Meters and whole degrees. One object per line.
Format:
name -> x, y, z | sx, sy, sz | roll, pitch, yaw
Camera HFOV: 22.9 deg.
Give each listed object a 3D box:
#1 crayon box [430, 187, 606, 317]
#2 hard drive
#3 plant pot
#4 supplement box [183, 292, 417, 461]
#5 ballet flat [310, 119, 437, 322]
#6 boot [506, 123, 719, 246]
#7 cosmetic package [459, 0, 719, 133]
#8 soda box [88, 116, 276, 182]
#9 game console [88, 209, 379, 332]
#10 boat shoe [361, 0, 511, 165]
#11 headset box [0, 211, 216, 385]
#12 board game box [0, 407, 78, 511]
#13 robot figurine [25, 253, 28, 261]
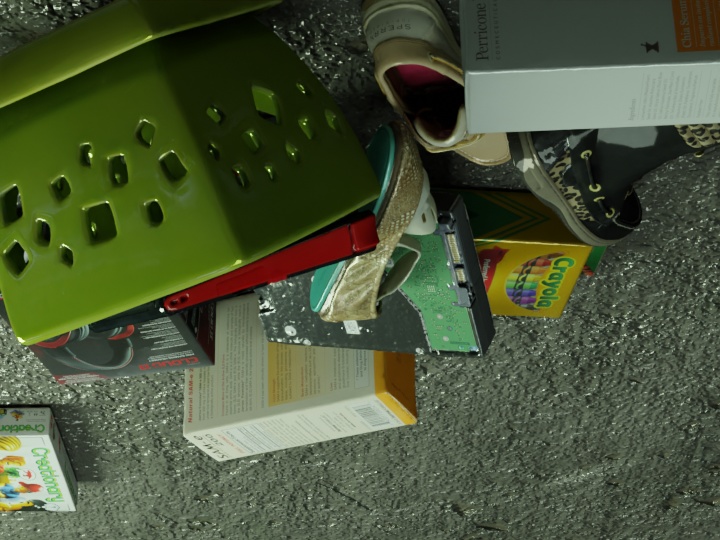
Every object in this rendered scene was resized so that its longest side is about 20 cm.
crayon box -> 0.113, -0.014, 1.473 | 0.198, 0.051, 0.127 | 2, 150, -6
hard drive -> 0.000, 0.000, 1.409 | 0.198, 0.038, 0.141 | 3, 129, 28
plant pot -> -0.134, -0.083, 1.170 | 0.198, 0.183, 0.200 | -18, -173, 30
supplement box -> -0.054, 0.083, 1.563 | 0.198, 0.127, 0.074 | -12, 150, 21
ballet flat -> 0.020, -0.034, 1.311 | 0.065, 0.071, 0.201 | 9, 141, -15
boot -> 0.210, -0.089, 1.319 | 0.150, 0.074, 0.200 | -22, 150, 23
cosmetic package -> 0.166, -0.154, 1.174 | 0.198, 0.102, 0.071 | -3, 150, 2
soda box -> -0.114, -0.064, 1.362 | 0.198, 0.069, 0.064 | -10, 150, 14
game console -> -0.092, 0.002, 1.268 | 0.176, 0.031, 0.200 | -18, -179, -24
boat shoe -> 0.057, -0.119, 1.265 | 0.073, 0.070, 0.200 | -16, 147, 25
headset box -> -0.213, 0.024, 1.507 | 0.147, 0.076, 0.200 | -7, 150, 10
board game box -> -0.370, 0.199, 1.854 | 0.125, 0.035, 0.201 | -1, 150, 0
robot figurine -> -0.325, -0.047, 1.340 | 0.169, 0.114, 0.200 | 25, 145, -14
